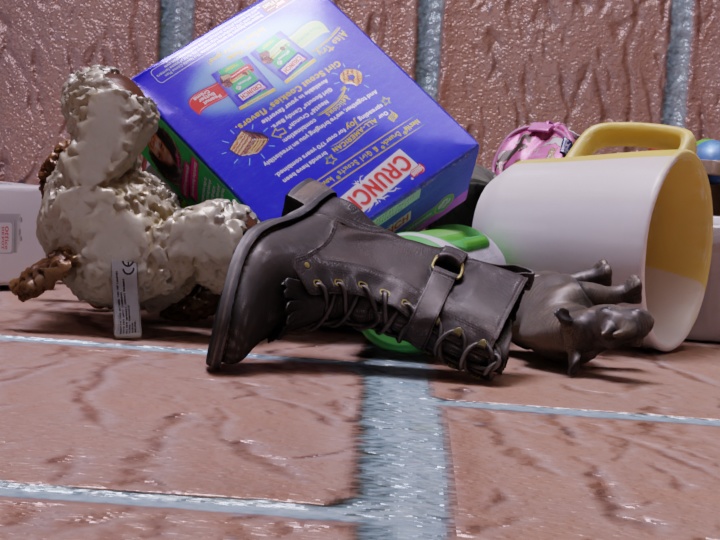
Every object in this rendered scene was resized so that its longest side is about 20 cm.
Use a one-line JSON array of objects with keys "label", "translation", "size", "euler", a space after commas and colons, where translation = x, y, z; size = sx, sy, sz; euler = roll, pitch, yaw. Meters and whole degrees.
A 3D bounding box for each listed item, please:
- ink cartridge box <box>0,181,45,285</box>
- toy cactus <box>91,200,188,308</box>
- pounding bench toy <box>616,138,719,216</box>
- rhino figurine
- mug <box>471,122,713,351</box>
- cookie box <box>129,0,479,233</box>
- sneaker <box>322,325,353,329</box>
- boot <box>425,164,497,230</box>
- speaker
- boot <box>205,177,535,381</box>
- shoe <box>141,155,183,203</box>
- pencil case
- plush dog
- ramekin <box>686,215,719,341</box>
[{"label": "ink cartridge box", "translation": [-0.355, -0.033, 1.884], "size": [0.146, 0.083, 0.200], "euler": [7, 5, 37]}, {"label": "toy cactus", "translation": [-0.145, -0.005, 1.829], "size": [0.200, 0.102, 0.165], "euler": [2, -15, 2]}, {"label": "pounding bench toy", "translation": [0.342, -0.041, 2.187], "size": [0.200, 0.156, 0.124], "euler": [1, 5, -41]}, {"label": "rhino figurine", "translation": [0.147, 0.034, 1.610], "size": [0.087, 0.060, 0.200], "euler": [-10, 8, -9]}, {"label": "mug", "translation": [0.177, -0.025, 1.797], "size": [0.153, 0.150, 0.187], "euler": [6, 15, 27]}, {"label": "cookie box", "translation": [-0.044, -0.093, 1.721], "size": [0.171, 0.075, 0.200], "euler": [-34, 66, -23]}, {"label": "sneaker", "translation": [0.000, 0.000, 1.812], "size": [0.075, 0.079, 0.200], "euler": [4, 4, -4]}, {"label": "boot", "translation": [0.061, -0.072, 1.895], "size": [0.131, 0.068, 0.200], "euler": [43, 11, 19]}, {"label": "speaker", "translation": [0.051, 0.012, 1.662], "size": [0.088, 0.089, 0.200], "euler": [5, 4, 13]}, {"label": "boot", "translation": [0.011, 0.022, 1.480], "size": [0.174, 0.069, 0.200], "euler": [25, 40, 10]}, {"label": "shoe", "translation": [-0.137, -0.081, 1.864], "size": [0.071, 0.091, 0.200], "euler": [13, -24, -3]}, {"label": "pencil case", "translation": [0.194, -0.046, 2.041], "size": [0.200, 0.086, 0.083], "euler": [43, 19, -40]}, {"label": "plush dog", "translation": [-0.168, -0.021, 1.667], "size": [0.200, 0.160, 0.172], "euler": [47, -6, 5]}, {"label": "ramekin", "translation": [0.278, 0.004, 1.932], "size": [0.202, 0.094, 0.202], "euler": [4, 4, 0]}]
